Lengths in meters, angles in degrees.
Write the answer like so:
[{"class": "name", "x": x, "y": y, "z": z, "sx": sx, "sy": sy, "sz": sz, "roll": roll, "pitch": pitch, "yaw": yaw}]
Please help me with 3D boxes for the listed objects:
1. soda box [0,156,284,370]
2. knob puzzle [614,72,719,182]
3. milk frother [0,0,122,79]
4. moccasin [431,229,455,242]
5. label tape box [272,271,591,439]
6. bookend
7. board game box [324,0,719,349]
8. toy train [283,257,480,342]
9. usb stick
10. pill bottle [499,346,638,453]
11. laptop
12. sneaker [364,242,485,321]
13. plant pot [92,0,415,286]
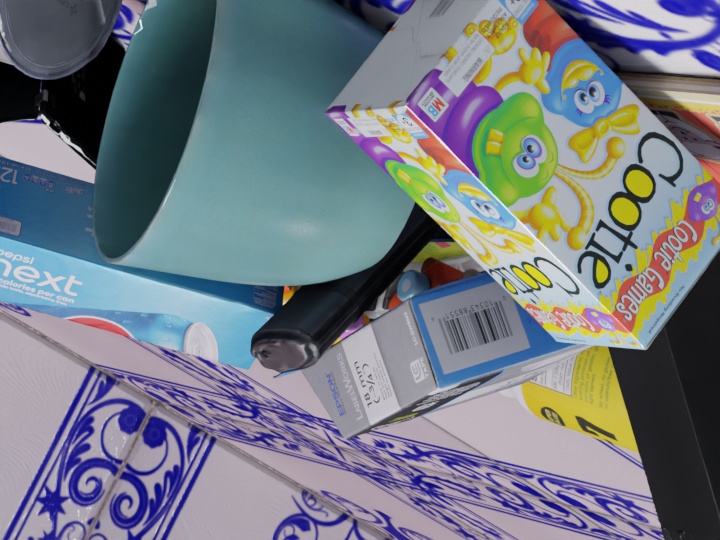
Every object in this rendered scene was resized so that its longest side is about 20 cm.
[{"class": "soda box", "x": -0.150, "y": -0.004, "z": 1.715, "sx": 0.199, "sy": 0.064, "sz": 0.068, "roll": 17, "pitch": 141, "yaw": -13}, {"class": "knob puzzle", "x": 0.231, "y": -0.048, "z": 1.545, "sx": 0.219, "sy": 0.031, "sz": 0.220, "roll": 25, "pitch": 169, "yaw": 5}, {"class": "milk frother", "x": -0.290, "y": -0.173, "z": 1.716, "sx": 0.188, "sy": 0.200, "sz": 0.180, "roll": 18, "pitch": 168, "yaw": 36}, {"class": "moccasin", "x": 0.026, "y": -0.060, "z": 1.843, "sx": 0.200, "sy": 0.081, "sz": 0.068, "roll": -7, "pitch": 136, "yaw": 28}, {"class": "label tape box", "x": 0.054, "y": 0.053, "z": 1.713, "sx": 0.144, "sy": 0.063, "sz": 0.200, "roll": -16, "pitch": 171, "yaw": -29}, {"class": "bookend", "x": 0.266, "y": 0.050, "z": 1.693, "sx": 0.092, "sy": 0.198, "sz": 0.201, "roll": -8, "pitch": 100, "yaw": 71}, {"class": "board game box", "x": 0.098, "y": -0.060, "z": 1.508, "sx": 0.200, "sy": 0.103, "sz": 0.105, "roll": 43, "pitch": 164, "yaw": -20}, {"class": "toy train", "x": -0.019, "y": 0.009, "z": 1.834, "sx": 0.200, "sy": 0.056, "sz": 0.150, "roll": 19, "pitch": 136, "yaw": -30}, {"class": "usb stick", "x": 0.000, "y": 0.000, "z": 1.715, "sx": 0.055, "sy": 0.200, "sz": 0.033, "roll": -11, "pitch": 115, "yaw": 42}, {"class": "pill bottle", "x": 0.181, "y": 0.066, "z": 1.969, "sx": 0.200, "sy": 0.115, "sz": 0.114, "roll": 18, "pitch": 166, "yaw": 38}, {"class": "laptop", "x": -0.228, "y": -0.100, "z": 1.795, "sx": 0.200, "sy": 0.116, "sz": 0.187, "roll": 43, "pitch": -160, "yaw": -26}, {"class": "sneaker", "x": 0.025, "y": -0.005, "z": 1.939, "sx": 0.199, "sy": 0.090, "sz": 0.078, "roll": 1, "pitch": 134, "yaw": -21}, {"class": "plant pot", "x": -0.052, "y": -0.081, "z": 1.647, "sx": 0.161, "sy": 0.201, "sz": 0.201, "roll": 15, "pitch": 173, "yaw": -20}]
